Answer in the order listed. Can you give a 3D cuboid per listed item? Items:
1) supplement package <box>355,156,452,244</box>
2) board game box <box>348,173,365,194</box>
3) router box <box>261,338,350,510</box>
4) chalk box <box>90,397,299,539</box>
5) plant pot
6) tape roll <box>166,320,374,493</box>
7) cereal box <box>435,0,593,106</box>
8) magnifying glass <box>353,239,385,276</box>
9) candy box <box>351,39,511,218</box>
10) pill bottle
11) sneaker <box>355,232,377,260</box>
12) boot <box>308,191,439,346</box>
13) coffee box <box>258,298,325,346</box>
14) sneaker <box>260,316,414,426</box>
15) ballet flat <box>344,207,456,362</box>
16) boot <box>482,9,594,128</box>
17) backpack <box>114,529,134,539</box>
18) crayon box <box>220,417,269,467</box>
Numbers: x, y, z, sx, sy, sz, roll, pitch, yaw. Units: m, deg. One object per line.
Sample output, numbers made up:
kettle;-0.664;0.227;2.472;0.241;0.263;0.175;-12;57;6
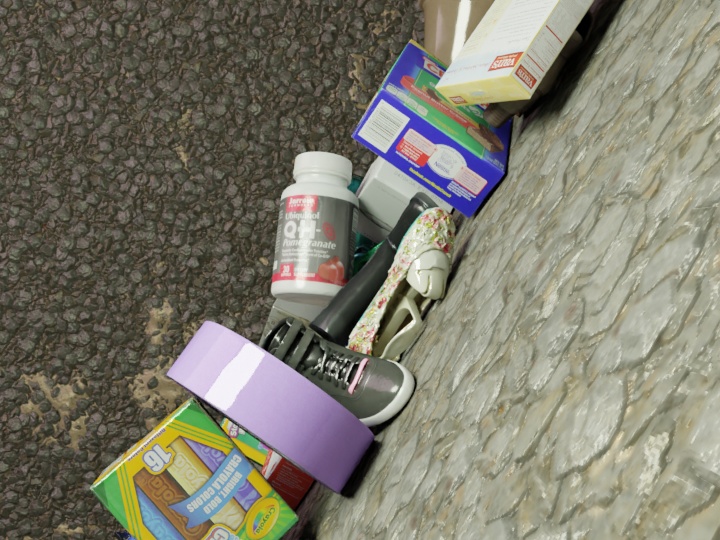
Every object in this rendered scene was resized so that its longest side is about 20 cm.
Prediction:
supplement package;0.067;-0.116;1.152;0.117;0.117;0.200;-61;6;-19
board game box;-0.036;-0.062;1.298;0.135;0.028;0.200;10;-66;-49
router box;-0.063;0.197;1.011;0.180;0.049;0.200;-58;6;18
chalk box;-0.149;0.240;0.782;0.124;0.200;0.125;-40;1;-16
plant pot;0.176;-0.366;1.271;0.200;0.200;0.175;-152;75;-84
tape roll;-0.086;0.132;0.762;0.066;0.200;0.200;-56;5;-15
cereal box;0.177;-0.263;0.831;0.200;0.040;0.144;-56;25;-7
magnifying glass;0.000;0.000;1.135;0.200;0.022;0.080;-16;43;31
candy box;0.094;-0.177;0.956;0.077;0.169;0.200;-52;9;31
pill bottle;-0.060;-0.057;1.100;0.111;0.111;0.200;141;135;-74
sneaker;0.009;-0.008;1.228;0.200;0.077;0.080;-80;-12;-49
boot;0.019;0.005;0.979;0.200;0.066;0.165;-43;-9;-10
coffee box;-0.103;0.122;1.294;0.080;0.114;0.200;-64;-2;-48
sneaker;-0.035;0.097;0.792;0.200;0.099;0.071;2;58;56
ballet flat;0.055;0.031;0.846;0.200;0.076;0.064;-62;36;13
boot;0.207;-0.247;0.916;0.146;0.070;0.200;-48;12;34
backpack;-0.209;0.334;0.923;0.200;0.162;0.168;160;126;-75
crayon box;-0.117;0.189;1.171;0.200;0.119;0.058;-61;6;-15
